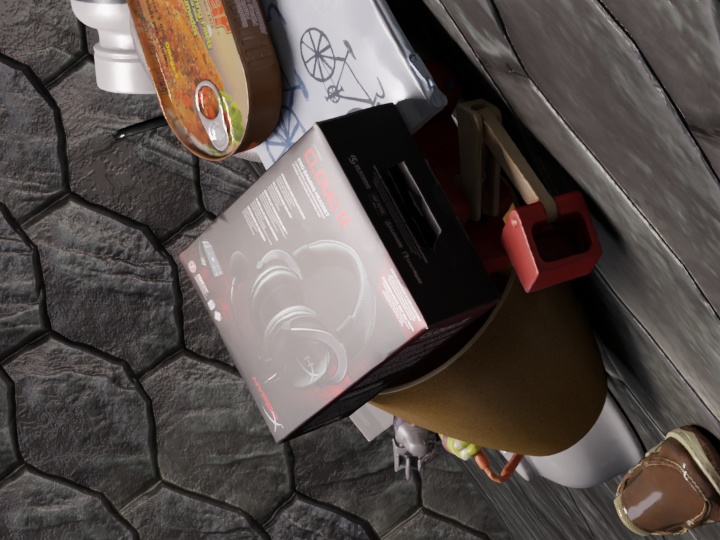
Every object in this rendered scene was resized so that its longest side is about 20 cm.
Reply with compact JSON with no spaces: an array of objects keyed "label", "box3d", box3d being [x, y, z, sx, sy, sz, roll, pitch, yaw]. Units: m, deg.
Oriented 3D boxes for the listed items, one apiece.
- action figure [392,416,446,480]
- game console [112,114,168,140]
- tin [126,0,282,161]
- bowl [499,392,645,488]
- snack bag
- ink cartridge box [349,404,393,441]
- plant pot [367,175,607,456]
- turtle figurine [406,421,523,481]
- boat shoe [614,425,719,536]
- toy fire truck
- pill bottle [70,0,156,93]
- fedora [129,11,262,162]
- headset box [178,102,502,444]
[{"label":"action figure","box3d":[0.056,0.092,1.824,0.201,0.069,0.131,-88,12,-51]},{"label":"game console","box3d":[-0.088,-0.110,1.833,0.176,0.117,0.200,42,-163,3]},{"label":"tin","box3d":[-0.111,-0.176,1.463,0.112,0.042,0.201,-14,94,57]},{"label":"bowl","box3d":[0.149,0.115,1.809,0.201,0.090,0.201,52,175,7]},{"label":"snack bag","box3d":[-0.032,-0.144,1.424,0.200,0.021,0.189,-43,70,51]},{"label":"ink cartridge box","box3d":[0.033,0.052,1.968,0.200,0.173,0.044,50,176,37]},{"label":"plant pot","box3d":[0.091,0.051,1.534,0.200,0.186,0.186,40,-175,-40]},{"label":"turtle figurine","box3d":[0.048,0.082,1.674,0.161,0.064,0.201,34,-152,-24]},{"label":"boat shoe","box3d":[0.222,0.163,1.523,0.075,0.075,0.202,52,175,9]},{"label":"toy fire truck","box3d":[0.074,-0.062,1.367,0.201,0.048,0.141,65,157,18]},{"label":"pill bottle","box3d":[-0.165,-0.242,1.618,0.120,0.119,0.201,-138,44,-68]},{"label":"fedora","box3d":[-0.063,-0.173,1.542,0.200,0.178,0.090,35,-155,25]},{"label":"headset box","box3d":[-0.011,-0.001,1.371,0.200,0.077,0.149,-39,75,46]}]
